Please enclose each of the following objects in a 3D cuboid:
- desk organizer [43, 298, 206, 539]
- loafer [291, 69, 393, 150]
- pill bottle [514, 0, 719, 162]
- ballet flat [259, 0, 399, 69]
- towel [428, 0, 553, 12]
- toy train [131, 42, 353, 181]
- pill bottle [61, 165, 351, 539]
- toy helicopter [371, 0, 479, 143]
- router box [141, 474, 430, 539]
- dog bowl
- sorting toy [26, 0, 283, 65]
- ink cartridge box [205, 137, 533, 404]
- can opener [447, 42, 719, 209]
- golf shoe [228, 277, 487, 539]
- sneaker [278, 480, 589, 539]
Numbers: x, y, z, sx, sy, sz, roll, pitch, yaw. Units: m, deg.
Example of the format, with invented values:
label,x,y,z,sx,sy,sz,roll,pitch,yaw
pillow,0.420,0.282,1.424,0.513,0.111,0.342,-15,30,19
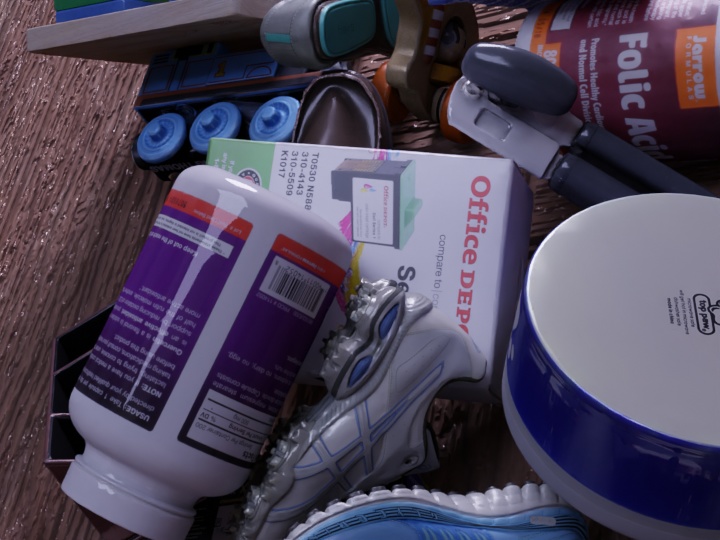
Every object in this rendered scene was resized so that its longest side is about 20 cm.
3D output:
label,x,y,z,sx,sy,sz,roll,pitch,yaw
desk organizer,-0.158,0.095,0.990,0.072,0.077,0.200,-32,22,2
loafer,-0.019,-0.051,1.040,0.073,0.071,0.201,1,75,8
pill bottle,0.210,-0.127,0.968,0.199,0.114,0.114,-1,54,32
ballet flat,-0.004,-0.191,1.127,0.063,0.068,0.200,4,15,32
towel,0.151,-0.193,1.035,0.144,0.200,0.024,0,97,30
toy train,-0.089,-0.122,1.168,0.199,0.087,0.115,-4,58,30
pill bottle,-0.092,0.049,0.853,0.112,0.112,0.201,23,85,42
toy helicopter,0.050,-0.192,1.063,0.079,0.200,0.133,19,69,27
router box,-0.060,0.204,0.902,0.199,0.052,0.158,-11,49,25
dog bowl,0.179,0.049,0.800,0.199,0.079,0.201,3,42,-2
sorting toy,-0.130,-0.215,1.199,0.199,0.199,0.070,-5,91,29
ink cartridge box,0.000,0.000,0.943,0.199,0.084,0.145,5,81,14
can opener,0.145,-0.072,0.924,0.200,0.067,0.053,31,67,6
golf shoe,-0.004,0.107,0.859,0.200,0.097,0.078,-57,11,13
sneaker,0.040,0.169,0.805,0.199,0.078,0.090,-3,58,-16
